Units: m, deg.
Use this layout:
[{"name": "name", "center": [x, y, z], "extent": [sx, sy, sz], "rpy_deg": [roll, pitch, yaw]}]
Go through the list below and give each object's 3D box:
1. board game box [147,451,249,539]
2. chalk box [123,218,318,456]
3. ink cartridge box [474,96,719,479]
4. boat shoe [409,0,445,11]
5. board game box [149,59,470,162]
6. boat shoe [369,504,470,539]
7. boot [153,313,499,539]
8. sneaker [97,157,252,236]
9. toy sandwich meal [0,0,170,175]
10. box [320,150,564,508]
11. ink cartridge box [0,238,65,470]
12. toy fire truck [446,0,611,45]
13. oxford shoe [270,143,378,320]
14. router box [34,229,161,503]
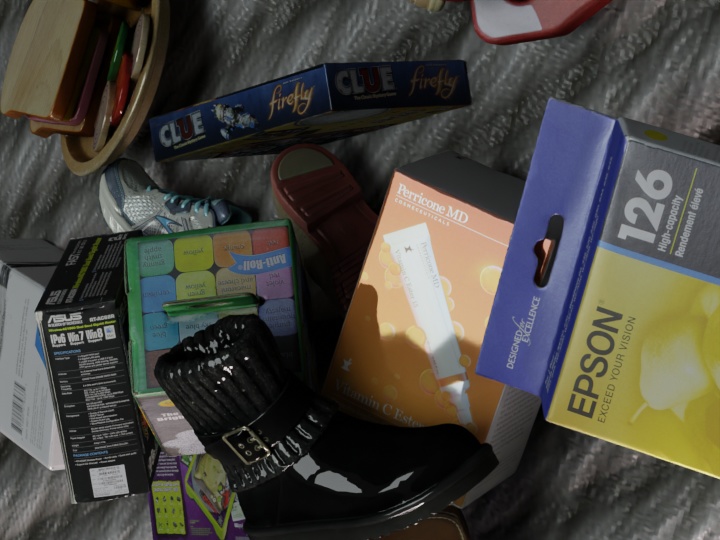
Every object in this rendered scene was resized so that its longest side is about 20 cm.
[{"name": "board game box", "center": [-0.119, 0.160, 1.761], "extent": [0.200, 0.032, 0.120], "rpy_deg": [-9, 91, 59]}, {"name": "chalk box", "center": [-0.100, 0.043, 1.580], "extent": [0.200, 0.124, 0.124], "rpy_deg": [82, -178, -68]}, {"name": "ink cartridge box", "center": [0.184, 0.015, 1.358], "extent": [0.200, 0.047, 0.198], "rpy_deg": [16, 112, 8]}, {"name": "boat shoe", "center": [0.023, -0.275, 1.534], "extent": [0.071, 0.064, 0.200], "rpy_deg": [122, 140, -76]}, {"name": "board game box", "center": [-0.039, -0.115, 1.586], "extent": [0.200, 0.135, 0.035], "rpy_deg": [-11, 86, 47]}, {"name": "boat shoe", "center": [-0.020, 0.213, 1.494], "extent": [0.200, 0.074, 0.076], "rpy_deg": [-22, 109, 12]}, {"name": "boot", "center": [-0.027, 0.096, 1.431], "extent": [0.211, 0.079, 0.158], "rpy_deg": [-17, 104, 32]}, {"name": "sneaker", "center": [-0.128, -0.032, 1.752], "extent": [0.200, 0.078, 0.086], "rpy_deg": [46, 117, 24]}, {"name": "toy sandwich meal", "center": [-0.223, -0.173, 1.788], "extent": [0.205, 0.070, 0.205], "rpy_deg": [-39, 43, 49]}, {"name": "box", "center": [0.065, 0.037, 1.486], "extent": [0.124, 0.097, 0.200], "rpy_deg": [25, 110, 20]}, {"name": "ink cartridge box", "center": [-0.269, 0.066, 1.883], "extent": [0.200, 0.084, 0.145], "rpy_deg": [27, 113, 50]}, {"name": "toy fire truck", "center": [0.121, -0.253, 1.428], "extent": [0.168, 0.112, 0.200], "rpy_deg": [-7, 90, 29]}, {"name": "oxford shoe", "center": [0.000, 0.000, 1.627], "extent": [0.200, 0.070, 0.075], "rpy_deg": [60, 163, 18]}, {"name": "router box", "center": [-0.189, 0.067, 1.652], "extent": [0.200, 0.062, 0.150], "rpy_deg": [-91, -8, -74]}]
